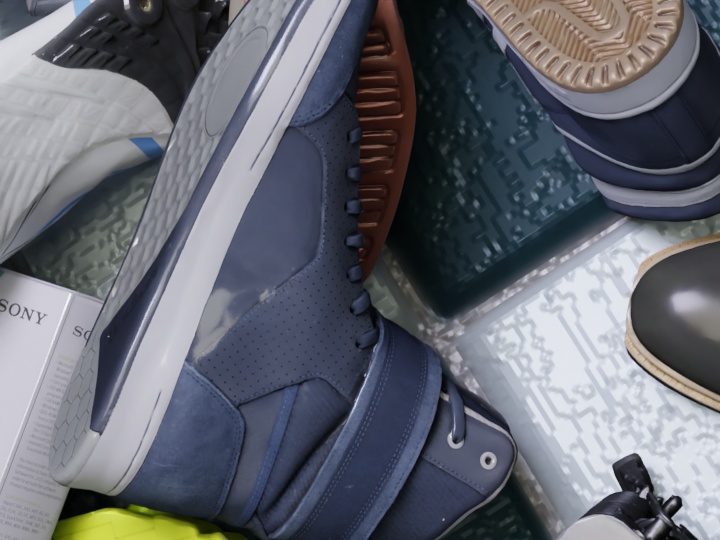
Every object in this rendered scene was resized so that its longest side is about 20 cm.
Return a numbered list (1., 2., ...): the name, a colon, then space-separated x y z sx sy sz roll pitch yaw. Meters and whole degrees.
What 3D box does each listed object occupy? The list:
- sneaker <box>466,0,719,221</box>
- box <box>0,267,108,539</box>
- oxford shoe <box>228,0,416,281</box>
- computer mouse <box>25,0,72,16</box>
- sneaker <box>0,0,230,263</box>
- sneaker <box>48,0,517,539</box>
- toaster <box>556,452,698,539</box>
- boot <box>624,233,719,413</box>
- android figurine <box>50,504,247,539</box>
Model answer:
1. sneaker: 0.075 -0.096 0.807 0.070 0.109 0.200 -36 44 7
2. box: -0.172 0.089 0.815 0.144 0.036 0.201 15 82 41
3. oxford shoe: -0.015 -0.088 0.811 0.070 0.074 0.201 2 109 -1
4. computer mouse: -0.057 -0.171 0.841 0.044 0.110 0.200 32 101 -3
5. sneaker: -0.112 -0.054 0.805 0.072 0.200 0.072 3 121 50
6. sneaker: -0.001 0.000 0.766 0.146 0.077 0.203 22 97 -18
7. toaster: 0.108 0.160 0.695 0.181 0.200 0.119 43 94 8
8. boot: 0.177 0.014 0.720 0.199 0.138 0.078 6 82 15
9. android figurine: -0.079 0.169 0.804 0.181 0.041 0.201 -18 78 10
